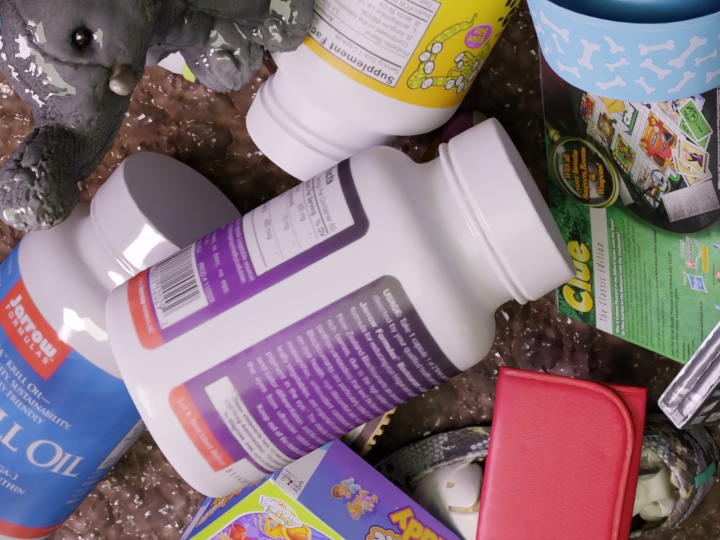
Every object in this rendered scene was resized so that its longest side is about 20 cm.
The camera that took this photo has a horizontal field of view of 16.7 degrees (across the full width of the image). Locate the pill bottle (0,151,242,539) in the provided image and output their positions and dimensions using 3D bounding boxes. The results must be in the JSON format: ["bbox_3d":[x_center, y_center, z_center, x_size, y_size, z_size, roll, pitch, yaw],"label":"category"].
[{"bbox_3d":[-0.144,0.037,1.248,0.112,0.112,0.200,38,115,-7],"label":"pill bottle"}]

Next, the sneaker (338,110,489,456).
[{"bbox_3d":[0.000,0.000,1.224,0.090,0.075,0.201,22,115,-5],"label":"sneaker"}]

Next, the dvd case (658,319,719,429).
[{"bbox_3d":[0.237,-0.008,1.145,0.022,0.145,0.200,50,120,26],"label":"dvd case"}]

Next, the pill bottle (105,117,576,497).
[{"bbox_3d":[-0.007,0.012,1.126,0.199,0.112,0.112,-28,106,9],"label":"pill bottle"}]

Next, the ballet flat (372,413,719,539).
[{"bbox_3d":[0.084,0.115,1.262,0.199,0.072,0.073,-11,111,16],"label":"ballet flat"}]

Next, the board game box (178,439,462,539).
[{"bbox_3d":[0.012,0.175,1.283,0.200,0.045,0.134,39,145,-7],"label":"board game box"}]

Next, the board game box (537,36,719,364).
[{"bbox_3d":[0.134,-0.041,1.152,0.104,0.023,0.201,22,139,29],"label":"board game box"}]

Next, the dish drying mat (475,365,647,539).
[{"bbox_3d":[0.092,0.152,1.213,0.076,0.018,0.202,8,92,-1],"label":"dish drying mat"}]

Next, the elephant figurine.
[{"bbox_3d":[-0.115,-0.127,1.049,0.155,0.200,0.142,33,122,24],"label":"elephant figurine"}]

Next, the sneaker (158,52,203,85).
[{"bbox_3d":[-0.077,-0.178,1.161,0.082,0.072,0.201,18,116,4],"label":"sneaker"}]

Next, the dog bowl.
[{"bbox_3d":[0.149,-0.141,1.074,0.111,0.200,0.050,22,137,30],"label":"dog bowl"}]

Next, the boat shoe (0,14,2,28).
[{"bbox_3d":[-0.170,-0.145,0.974,0.084,0.069,0.201,13,100,-39],"label":"boat shoe"}]

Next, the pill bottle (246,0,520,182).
[{"bbox_3d":[0.021,-0.136,1.142,0.104,0.104,0.201,29,117,-3],"label":"pill bottle"}]
